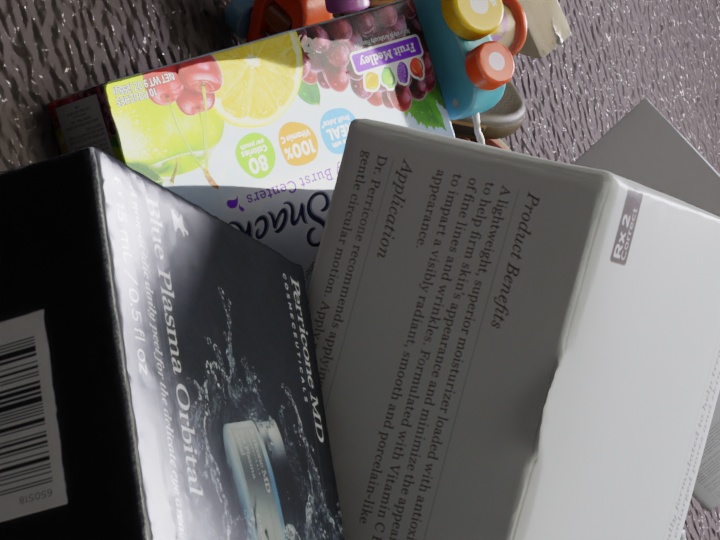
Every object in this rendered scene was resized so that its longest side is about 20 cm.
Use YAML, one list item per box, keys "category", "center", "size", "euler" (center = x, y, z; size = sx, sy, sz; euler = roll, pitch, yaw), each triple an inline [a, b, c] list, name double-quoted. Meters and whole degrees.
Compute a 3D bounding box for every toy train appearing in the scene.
- category: "toy train"
  center: [0.016, -0.118, 1.506]
  size: [0.055, 0.200, 0.151]
  euler: [-20, 135, -36]

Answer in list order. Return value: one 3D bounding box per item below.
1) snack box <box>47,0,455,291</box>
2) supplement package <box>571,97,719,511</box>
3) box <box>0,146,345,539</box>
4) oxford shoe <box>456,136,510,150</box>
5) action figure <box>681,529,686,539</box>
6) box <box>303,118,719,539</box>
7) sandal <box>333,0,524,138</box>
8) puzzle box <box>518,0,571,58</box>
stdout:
- category: "snack box"
  center: [-0.038, -0.037, 1.393]
  size: [0.199, 0.053, 0.143]
  euler: [-20, 95, -41]
- category: "supplement package"
  center: [0.203, 0.025, 1.896]
  size: [0.151, 0.152, 0.200]
  euler: [51, 5, 34]
- category: "box"
  center: [-0.097, 0.079, 1.178]
  size: [0.200, 0.117, 0.198]
  euler: [31, 46, -64]
- category: "oxford shoe"
  center: [0.051, -0.066, 1.677]
  size: [0.200, 0.071, 0.074]
  euler: [49, 19, -7]
- category: "action figure"
  center: [0.159, 0.172, 1.701]
  size: [0.118, 0.055, 0.201]
  euler: [-6, 84, -50]
- category: "box"
  center: [0.067, 0.052, 1.331]
  size: [0.200, 0.130, 0.200]
  euler: [14, 91, -63]
- category: "sandal"
  center: [0.016, -0.152, 1.607]
  size: [0.082, 0.055, 0.200]
  euler: [-23, 70, -45]
- category: "puzzle box"
  center: [0.028, -0.192, 1.651]
  size: [0.025, 0.200, 0.133]
  euler: [-38, 121, -20]
